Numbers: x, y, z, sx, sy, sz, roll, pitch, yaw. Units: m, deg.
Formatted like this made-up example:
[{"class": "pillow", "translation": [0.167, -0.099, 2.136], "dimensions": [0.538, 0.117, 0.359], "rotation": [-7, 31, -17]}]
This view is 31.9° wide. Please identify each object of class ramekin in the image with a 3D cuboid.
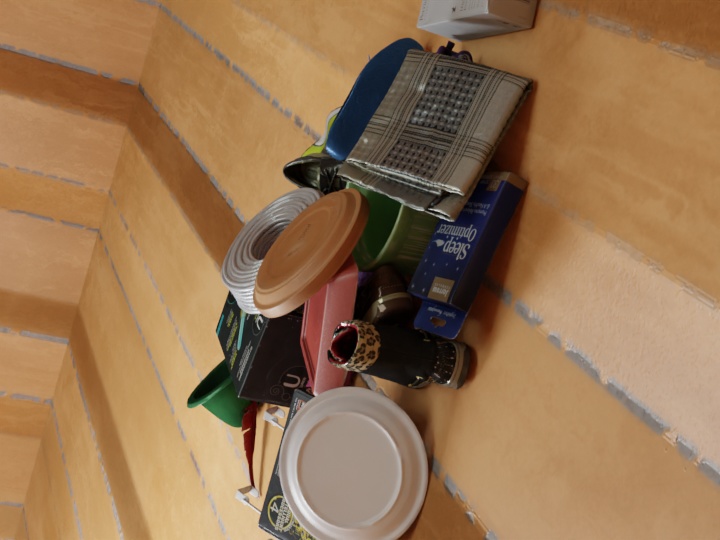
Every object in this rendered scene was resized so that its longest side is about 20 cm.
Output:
[{"class": "ramekin", "translation": [0.059, -0.088, 1.626], "dimensions": [0.200, 0.097, 0.202], "rotation": [-43, 41, 53]}]

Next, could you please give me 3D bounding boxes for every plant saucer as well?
[{"class": "plant saucer", "translation": [-0.045, 0.056, 1.638], "dimensions": [0.200, 0.036, 0.202], "rotation": [-112, 29, -66]}, {"class": "plant saucer", "translation": [-0.069, -0.028, 1.615], "dimensions": [0.200, 0.032, 0.201], "rotation": [-39, 23, 20]}]

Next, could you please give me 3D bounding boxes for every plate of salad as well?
[{"class": "plate of salad", "translation": [-0.007, 0.245, 1.563], "dimensions": [0.048, 0.198, 0.203], "rotation": [5, -80, -70]}]

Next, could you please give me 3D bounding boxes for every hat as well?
[{"class": "hat", "translation": [-0.181, 0.240, 2.118], "dimensions": [0.200, 0.177, 0.165], "rotation": [-44, 12, -20]}]

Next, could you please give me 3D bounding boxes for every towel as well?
[{"class": "towel", "translation": [0.084, -0.168, 1.508], "dimensions": [0.191, 0.035, 0.201], "rotation": [23, 78, 36]}]

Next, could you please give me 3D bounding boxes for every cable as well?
[{"class": "cable", "translation": [-0.111, -0.029, 1.811], "dimensions": [0.199, 0.069, 0.201], "rotation": [9, 58, 54]}]

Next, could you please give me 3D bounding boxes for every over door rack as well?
[{"class": "over door rack", "translation": [-0.102, 0.306, 1.765], "dimensions": [0.199, 0.066, 0.149], "rotation": [35, 112, 41]}]

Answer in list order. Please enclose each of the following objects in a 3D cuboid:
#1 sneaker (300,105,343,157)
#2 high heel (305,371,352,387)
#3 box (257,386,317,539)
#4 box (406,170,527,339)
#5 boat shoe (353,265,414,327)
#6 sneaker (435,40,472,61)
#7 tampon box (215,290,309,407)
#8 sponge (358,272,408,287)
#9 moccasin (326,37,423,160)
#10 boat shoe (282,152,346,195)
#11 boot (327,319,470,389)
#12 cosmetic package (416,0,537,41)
[{"class": "sneaker", "translation": [-0.026, -0.180, 1.925], "dimensions": [0.200, 0.073, 0.082], "rotation": [-53, 48, 49]}, {"class": "high heel", "translation": [-0.045, 0.153, 1.810], "dimensions": [0.096, 0.067, 0.202], "rotation": [-69, -5, -57]}, {"class": "box", "translation": [-0.041, 0.274, 1.646], "dimensions": [0.160, 0.049, 0.202], "rotation": [23, 101, 32]}, {"class": "box", "translation": [0.117, -0.023, 1.487], "dimensions": [0.202, 0.032, 0.121], "rotation": [-66, 23, -5]}, {"class": "boat shoe", "translation": [0.023, 0.052, 1.630], "dimensions": [0.203, 0.074, 0.076], "rotation": [123, 134, -62]}, {"class": "sneaker", "translation": [0.119, -0.232, 1.598], "dimensions": [0.088, 0.074, 0.200], "rotation": [-64, 25, 17]}, {"class": "tampon box", "translation": [-0.126, 0.092, 1.925], "dimensions": [0.151, 0.125, 0.200], "rotation": [-67, 25, 20]}, {"class": "sponge", "translation": [0.000, 0.000, 1.770], "dimensions": [0.112, 0.030, 0.201], "rotation": [-50, 32, 20]}, {"class": "moccasin", "translation": [0.015, -0.250, 1.801], "dimensions": [0.200, 0.080, 0.068], "rotation": [-48, 1, 8]}, {"class": "boat shoe", "translation": [-0.038, -0.132, 1.849], "dimensions": [0.200, 0.065, 0.073], "rotation": [16, 115, 48]}, {"class": "boot", "translation": [0.027, 0.097, 1.533], "dimensions": [0.203, 0.152, 0.074], "rotation": [-2, 76, 67]}, {"class": "cosmetic package", "translation": [0.149, -0.352, 1.586], "dimensions": [0.200, 0.073, 0.103], "rotation": [9, 87, 66]}]
